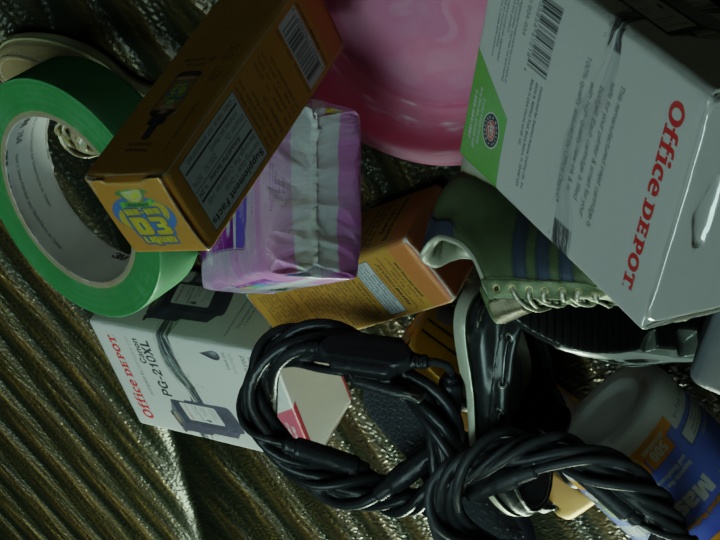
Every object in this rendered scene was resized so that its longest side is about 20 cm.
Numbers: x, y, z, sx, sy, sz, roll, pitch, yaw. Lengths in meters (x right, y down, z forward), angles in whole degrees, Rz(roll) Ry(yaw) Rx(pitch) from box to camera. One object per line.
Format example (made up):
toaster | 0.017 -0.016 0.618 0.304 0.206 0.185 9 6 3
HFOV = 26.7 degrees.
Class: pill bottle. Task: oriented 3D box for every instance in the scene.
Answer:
pill bottle | 0.255 0.174 1.171 0.200 0.113 0.112 43 142 -13

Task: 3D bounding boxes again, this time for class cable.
cable | 0.147 0.178 1.109 0.197 0.051 0.165 2 127 10
cable | -0.006 0.118 1.179 0.198 0.051 0.165 4 123 27

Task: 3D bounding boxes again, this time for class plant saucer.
plant saucer | 0.033 -0.161 1.004 0.198 0.051 0.202 20 141 17

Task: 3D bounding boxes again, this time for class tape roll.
tape roll | -0.211 -0.063 1.170 0.199 0.048 0.202 25 133 30

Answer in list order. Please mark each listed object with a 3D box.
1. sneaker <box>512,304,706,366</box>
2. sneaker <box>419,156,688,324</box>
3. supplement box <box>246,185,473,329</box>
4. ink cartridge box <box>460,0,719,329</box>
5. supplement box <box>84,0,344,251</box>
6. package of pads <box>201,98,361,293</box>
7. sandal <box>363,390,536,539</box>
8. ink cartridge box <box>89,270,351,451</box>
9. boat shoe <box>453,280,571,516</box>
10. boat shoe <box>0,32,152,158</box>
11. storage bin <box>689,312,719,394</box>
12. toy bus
sneaker | 0.169 0.035 1.065 0.198 0.075 0.088 13 161 -21
sneaker | 0.119 0.002 0.961 0.199 0.090 0.067 34 179 36
supplement box | 0.000 0.000 1.186 0.069 0.067 0.199 47 141 -19
ink cartridge box | 0.150 -0.086 0.863 0.200 0.083 0.147 49 140 44
supplement box | -0.087 -0.102 0.948 0.066 0.201 0.069 1 134 35
package of pads | -0.060 -0.048 1.086 0.075 0.122 0.200 4 175 -19
sandal | 0.081 0.156 1.209 0.076 0.043 0.201 -25 101 42
ink cartridge box | -0.126 0.081 1.367 0.198 0.085 0.146 9 137 29
boat shoe | 0.122 0.102 1.114 0.066 0.074 0.202 9 120 39
boat shoe | -0.213 -0.126 1.212 0.198 0.065 0.072 27 143 8
storage bin | 0.265 -0.012 0.932 0.144 0.135 0.201 22 142 13
toy bus | 0.115 0.116 1.235 0.199 0.079 0.065 35 143 -3
